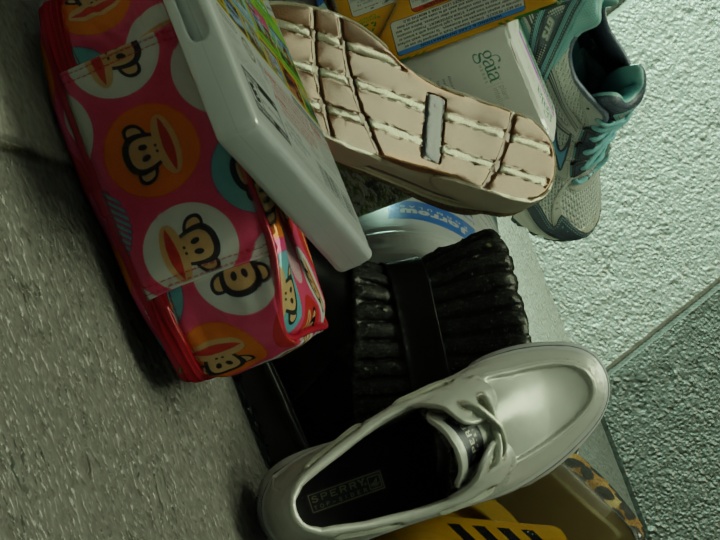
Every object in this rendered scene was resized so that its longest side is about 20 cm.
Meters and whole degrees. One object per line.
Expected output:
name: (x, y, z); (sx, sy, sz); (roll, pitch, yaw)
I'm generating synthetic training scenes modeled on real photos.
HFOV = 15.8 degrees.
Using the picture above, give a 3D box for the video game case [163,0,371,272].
video game case: (-0.059, -0.107, 1.208); (0.200, 0.023, 0.182); (47, 19, -68)

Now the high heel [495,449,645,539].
high heel: (0.129, 0.123, 1.530); (0.143, 0.200, 0.071); (-2, 103, -40)

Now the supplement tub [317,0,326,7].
supplement tub: (-0.075, -0.245, 1.588); (0.200, 0.132, 0.132); (55, 17, -62)

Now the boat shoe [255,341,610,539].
boat shoe: (0.043, 0.087, 1.311); (0.066, 0.200, 0.072); (156, -84, -73)

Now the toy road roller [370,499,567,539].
toy road roller: (0.077, 0.181, 1.383); (0.123, 0.200, 0.146); (-68, -150, 27)

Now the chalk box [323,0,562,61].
chalk box: (0.014, -0.230, 1.425); (0.124, 0.125, 0.200); (72, -2, -50)

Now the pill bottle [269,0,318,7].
pill bottle: (-0.102, -0.200, 1.368); (0.114, 0.114, 0.200); (-94, 162, -62)

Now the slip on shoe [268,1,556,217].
slip on shoe: (0.010, -0.080, 1.384); (0.200, 0.061, 0.076); (19, 68, -28)

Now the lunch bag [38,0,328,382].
lunch bag: (-0.079, -0.049, 1.267); (0.176, 0.082, 0.200); (-15, 84, -82)

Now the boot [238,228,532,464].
boot: (0.000, 0.000, 1.395); (0.079, 0.158, 0.211); (-74, 144, -76)

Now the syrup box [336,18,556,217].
syrup box: (0.004, -0.085, 1.478); (0.081, 0.200, 0.079); (-90, 158, -66)

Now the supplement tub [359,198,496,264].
supplement tub: (0.021, 0.006, 1.555); (0.200, 0.132, 0.132); (-93, 161, -67)

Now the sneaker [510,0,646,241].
sneaker: (0.126, -0.093, 1.547); (0.078, 0.086, 0.200); (-54, 143, -37)
